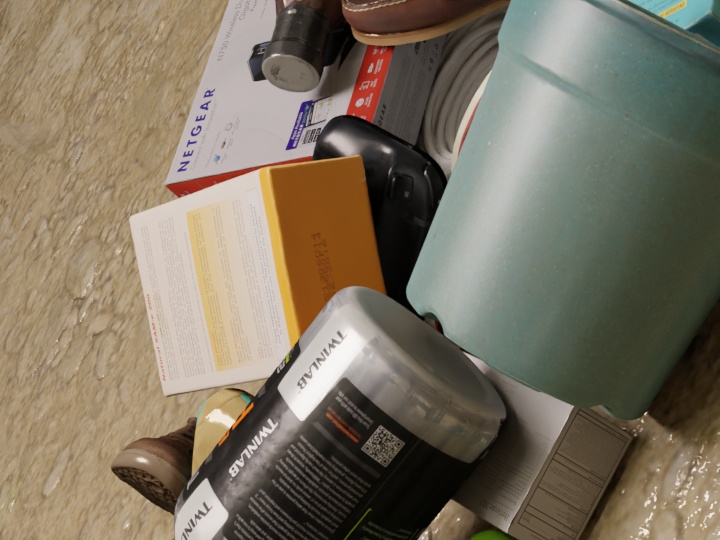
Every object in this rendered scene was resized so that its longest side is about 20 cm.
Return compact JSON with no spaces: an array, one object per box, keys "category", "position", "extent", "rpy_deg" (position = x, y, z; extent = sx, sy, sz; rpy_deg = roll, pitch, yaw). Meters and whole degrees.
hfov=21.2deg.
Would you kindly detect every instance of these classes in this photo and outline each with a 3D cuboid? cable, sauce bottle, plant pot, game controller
[{"category":"cable","position":[0.097,-0.106,1.275],"extent":[0.201,0.069,0.200],"rpy_deg":[-56,27,6]},{"category":"sauce bottle","position":[-0.027,-0.213,1.309],"extent":[0.066,0.066,0.201],"rpy_deg":[-27,39,48]},{"category":"plant pot","position":[0.130,-0.040,1.030],"extent":[0.197,0.199,0.200],"rpy_deg":[-63,25,10]},{"category":"game controller","position":[0.000,0.000,1.248],"extent":[0.104,0.042,0.201],"rpy_deg":[36,129,35]}]

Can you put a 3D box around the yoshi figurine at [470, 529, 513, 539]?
[{"category":"yoshi figurine","position":[0.042,0.226,1.000],"extent":[0.112,0.111,0.201],"rpy_deg":[-46,26,39]}]

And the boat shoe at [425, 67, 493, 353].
[{"category":"boat shoe","position":[0.090,-0.036,1.149],"extent":[0.062,0.071,0.201],"rpy_deg":[33,124,34]}]

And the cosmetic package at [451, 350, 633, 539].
[{"category":"cosmetic package","position":[0.074,0.100,1.128],"extent":[0.083,0.050,0.200],"rpy_deg":[-59,26,-4]}]

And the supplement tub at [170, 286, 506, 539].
[{"category":"supplement tub","position":[-0.021,0.119,1.075],"extent":[0.200,0.122,0.123],"rpy_deg":[-52,27,11]}]

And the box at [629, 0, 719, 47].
[{"category":"box","position":[0.216,-0.210,1.190],"extent":[0.082,0.049,0.201],"rpy_deg":[-26,42,48]}]

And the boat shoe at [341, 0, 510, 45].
[{"category":"boat shoe","position":[0.074,-0.202,1.229],"extent":[0.199,0.070,0.071],"rpy_deg":[-15,45,21]}]

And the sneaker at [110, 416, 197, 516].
[{"category":"sneaker","position":[-0.121,0.130,1.338],"extent":[0.076,0.070,0.200],"rpy_deg":[-60,-8,-12]}]

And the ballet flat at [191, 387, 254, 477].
[{"category":"ballet flat","position":[-0.081,0.176,1.249],"extent":[0.063,0.068,0.202],"rpy_deg":[25,122,42]}]

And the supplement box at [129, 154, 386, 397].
[{"category":"supplement box","position":[-0.066,0.007,1.234],"extent":[0.200,0.073,0.127],"rpy_deg":[-13,88,57]}]

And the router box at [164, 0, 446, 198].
[{"category":"router box","position":[-0.030,-0.139,1.341],"extent":[0.178,0.049,0.201],"rpy_deg":[-9,52,36]}]
